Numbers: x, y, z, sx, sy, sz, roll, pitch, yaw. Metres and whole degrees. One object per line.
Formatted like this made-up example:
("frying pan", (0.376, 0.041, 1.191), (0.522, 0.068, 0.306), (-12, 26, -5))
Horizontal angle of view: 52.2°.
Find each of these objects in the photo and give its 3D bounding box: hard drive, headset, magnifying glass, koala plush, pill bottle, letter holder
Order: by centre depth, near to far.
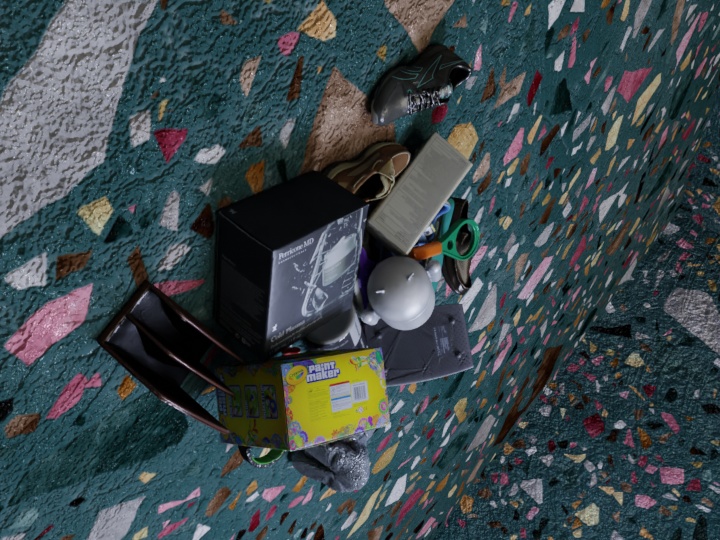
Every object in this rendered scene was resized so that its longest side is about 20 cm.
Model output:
("letter holder", (-0.230, 0.127, 0.997), (0.101, 0.141, 0.200), (-51, 152, -10))
("headset", (-0.161, 0.265, 1.303), (0.123, 0.093, 0.204), (-35, 129, -36))
("pill bottle", (-0.042, 0.132, 1.348), (0.106, 0.105, 0.201), (-46, 151, -18))
("magnifying glass", (0.160, -0.048, 1.390), (0.198, 0.022, 0.082), (-18, 114, -43))
("hard drive", (0.110, 0.143, 1.419), (0.195, 0.138, 0.042), (-11, 178, -2))
("koala plush", (-0.026, 0.338, 1.541), (0.200, 0.181, 0.180), (-49, 154, -39))

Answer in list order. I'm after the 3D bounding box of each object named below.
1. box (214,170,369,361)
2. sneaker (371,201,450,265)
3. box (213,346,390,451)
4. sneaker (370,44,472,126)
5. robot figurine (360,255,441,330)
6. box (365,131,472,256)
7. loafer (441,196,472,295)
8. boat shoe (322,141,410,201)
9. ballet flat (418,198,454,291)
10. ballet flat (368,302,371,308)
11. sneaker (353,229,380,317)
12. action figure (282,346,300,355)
("box", (-0.104, -0.011, 1.085), (0.199, 0.123, 0.200), (-30, 140, -41))
("sneaker", (0.090, -0.076, 1.372), (0.201, 0.082, 0.074), (-52, 154, -7))
("box", (-0.092, 0.195, 1.142), (0.197, 0.191, 0.125), (-4, 86, -42))
("sneaker", (0.096, -0.290, 1.165), (0.200, 0.079, 0.076), (-43, 150, -23))
("robot figurine", (0.074, 0.041, 1.302), (0.169, 0.114, 0.200), (-39, 164, 1))
("box", (0.098, -0.131, 1.294), (0.201, 0.095, 0.078), (-52, -174, -7))
("loafer", (0.200, -0.053, 1.482), (0.073, 0.070, 0.205), (-11, 91, -58))
("boat shoe", (0.019, -0.146, 1.192), (0.199, 0.073, 0.077), (-32, 144, -39))
("ballet flat", (0.132, -0.050, 1.433), (0.074, 0.073, 0.204), (47, 55, -62))
("ballet flat", (0.039, 0.063, 1.474), (0.062, 0.069, 0.201), (-24, 145, -1))
("sneaker", (0.000, 0.000, 1.319), (0.100, 0.069, 0.202), (-46, 151, -24))
("action figure", (-0.091, 0.224, 1.372), (0.202, 0.096, 0.066), (89, 2, -50))
